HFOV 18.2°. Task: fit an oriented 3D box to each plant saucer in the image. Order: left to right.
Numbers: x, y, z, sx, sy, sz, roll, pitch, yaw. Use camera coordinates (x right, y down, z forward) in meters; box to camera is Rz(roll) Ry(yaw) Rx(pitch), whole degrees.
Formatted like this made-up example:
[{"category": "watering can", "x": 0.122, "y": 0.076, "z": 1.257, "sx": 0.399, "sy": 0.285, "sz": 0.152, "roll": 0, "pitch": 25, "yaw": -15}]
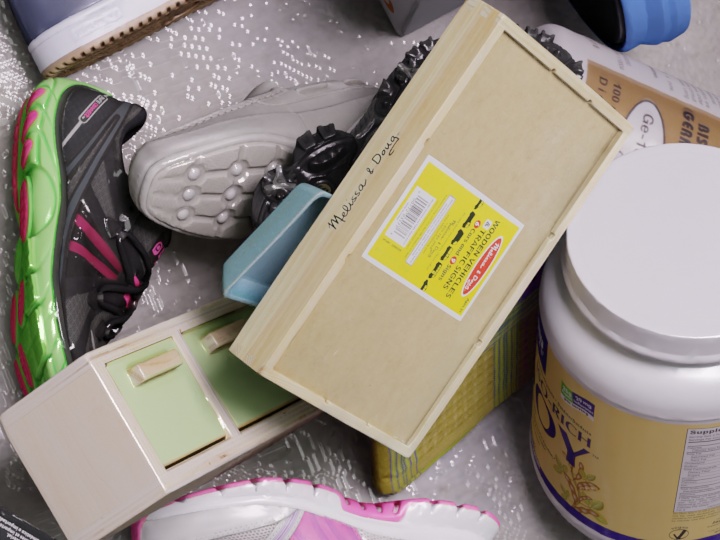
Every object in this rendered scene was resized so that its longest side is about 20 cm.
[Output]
[{"category": "plant saucer", "x": 0.000, "y": 0.000, "z": 1.129, "sx": 0.070, "sy": 0.200, "sz": 0.019, "roll": -46, "pitch": 64, "yaw": 12}]

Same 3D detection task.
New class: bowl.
[{"category": "bowl", "x": 0.118, "y": -0.213, "z": 1.254, "sx": 0.039, "sy": 0.201, "sz": 0.202, "roll": -28, "pitch": 89, "yaw": -3}]

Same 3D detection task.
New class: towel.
[{"category": "towel", "x": 0.054, "y": 0.026, "z": 1.186, "sx": 0.143, "sy": 0.201, "sz": 0.023, "roll": -37, "pitch": 59, "yaw": -22}]

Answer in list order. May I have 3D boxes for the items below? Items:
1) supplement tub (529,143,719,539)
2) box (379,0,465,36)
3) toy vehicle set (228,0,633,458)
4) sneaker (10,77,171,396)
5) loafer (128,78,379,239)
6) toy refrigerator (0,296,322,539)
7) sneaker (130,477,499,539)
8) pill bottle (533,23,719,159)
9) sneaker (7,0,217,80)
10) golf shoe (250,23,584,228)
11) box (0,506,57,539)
[{"category": "supplement tub", "x": 0.164, "y": 0.045, "z": 1.188, "sx": 0.144, "sy": 0.201, "sz": 0.146, "roll": -1, "pitch": 52, "yaw": 1}, {"category": "box", "x": 0.042, "y": -0.216, "z": 1.207, "sx": 0.097, "sy": 0.200, "sz": 0.125, "roll": -27, "pitch": 89, "yaw": -5}, {"category": "toy vehicle set", "x": 0.037, "y": -0.017, "z": 1.073, "sx": 0.201, "sy": 0.026, "sz": 0.124, "roll": -55, "pitch": 137, "yaw": 1}, {"category": "sneaker", "x": -0.137, "y": -0.003, "z": 1.166, "sx": 0.083, "sy": 0.077, "sz": 0.202, "roll": 3, "pitch": 78, "yaw": -17}, {"category": "loafer", "x": -0.049, "y": -0.064, "z": 1.205, "sx": 0.199, "sy": 0.070, "sz": 0.070, "roll": -10, "pitch": 42, "yaw": -44}, {"category": "toy refrigerator", "x": -0.084, "y": 0.065, "z": 1.114, "sx": 0.076, "sy": 0.070, "sz": 0.200, "roll": 59, "pitch": 28, "yaw": 5}, {"category": "sneaker", "x": -0.023, "y": 0.158, "z": 1.172, "sx": 0.198, "sy": 0.081, "sz": 0.089, "roll": 9, "pitch": 78, "yaw": -15}, {"category": "pill bottle", "x": 0.169, "y": -0.051, "z": 1.278, "sx": 0.199, "sy": 0.114, "sz": 0.115, "roll": 21, "pitch": 71, "yaw": -16}, {"category": "sneaker", "x": -0.112, "y": -0.193, "z": 1.223, "sx": 0.199, "sy": 0.070, "sz": 0.109, "roll": -31, "pitch": 90, "yaw": -24}, {"category": "golf shoe", "x": 0.029, "y": -0.057, "z": 1.184, "sx": 0.199, "sy": 0.095, "sz": 0.078, "roll": -31, "pitch": 62, "yaw": -16}, {"category": "box", "x": -0.223, "y": 0.207, "z": 1.044, "sx": 0.124, "sy": 0.148, "sz": 0.201, "roll": 33, "pitch": 68, "yaw": -13}]
